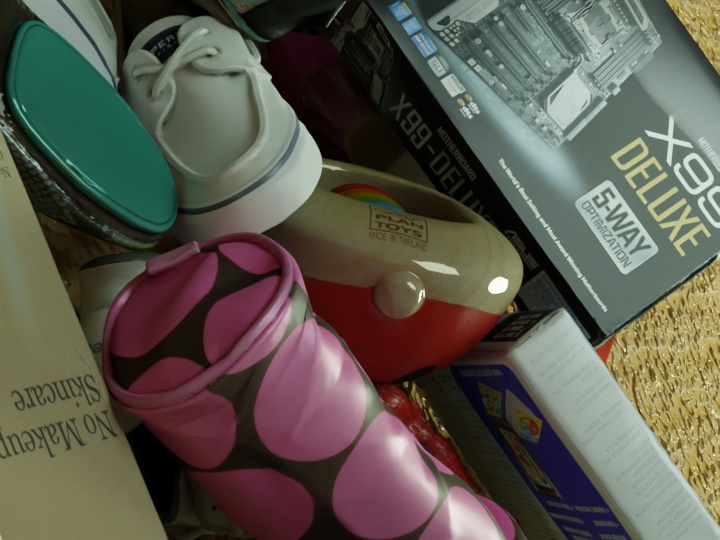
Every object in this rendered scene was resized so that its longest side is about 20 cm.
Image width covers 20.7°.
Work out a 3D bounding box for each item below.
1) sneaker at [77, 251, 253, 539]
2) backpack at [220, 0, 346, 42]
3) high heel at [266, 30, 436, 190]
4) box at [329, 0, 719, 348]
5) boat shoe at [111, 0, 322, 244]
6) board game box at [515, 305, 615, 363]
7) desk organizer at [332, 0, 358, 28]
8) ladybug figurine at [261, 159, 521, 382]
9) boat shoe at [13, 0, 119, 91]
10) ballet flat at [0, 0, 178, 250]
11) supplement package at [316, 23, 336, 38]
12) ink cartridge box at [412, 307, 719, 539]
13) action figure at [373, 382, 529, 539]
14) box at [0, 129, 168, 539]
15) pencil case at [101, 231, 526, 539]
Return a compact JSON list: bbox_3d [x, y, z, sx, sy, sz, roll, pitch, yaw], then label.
[{"bbox_3d":[-0.053,0.077,0.798,0.200,0.074,0.088,41,50,-35],"label":"sneaker"},{"bbox_3d":[-0.041,-0.223,0.816,0.200,0.153,0.177,45,33,-32],"label":"backpack"},{"bbox_3d":[0.017,-0.057,1.073,0.200,0.067,0.096,37,11,-51],"label":"high heel"},{"bbox_3d":[0.104,-0.076,0.980,0.157,0.050,0.201,-31,84,-31],"label":"box"},{"bbox_3d":[-0.073,-0.073,0.828,0.066,0.073,0.200,59,-5,-29],"label":"boat shoe"},{"bbox_3d":[0.104,-0.031,1.107,0.200,0.040,0.154,84,-9,-74],"label":"board game box"},{"bbox_3d":[-0.033,-0.219,1.034,0.200,0.077,0.072,47,27,-3],"label":"desk organizer"},{"bbox_3d":[0.000,0.000,0.871,0.135,0.073,0.200,14,9,-7],"label":"ladybug figurine"},{"bbox_3d":[-0.156,-0.144,0.778,0.202,0.074,0.086,51,27,-32],"label":"boat shoe"},{"bbox_3d":[-0.149,-0.077,0.734,0.201,0.072,0.072,50,28,-31],"label":"ballet flat"},{"bbox_3d":[0.049,-0.235,1.128,0.201,0.190,0.147,62,24,-6],"label":"supplement package"},{"bbox_3d":[0.108,0.111,0.949,0.201,0.043,0.198,57,-13,-6],"label":"ink cartridge box"},{"bbox_3d":[0.027,0.108,0.908,0.200,0.065,0.052,48,26,-34],"label":"action figure"},{"bbox_3d":[-0.132,0.056,0.628,0.201,0.077,0.095,66,24,5],"label":"box"},{"bbox_3d":[-0.015,0.067,0.724,0.200,0.090,0.094,53,17,-40],"label":"pencil case"}]
